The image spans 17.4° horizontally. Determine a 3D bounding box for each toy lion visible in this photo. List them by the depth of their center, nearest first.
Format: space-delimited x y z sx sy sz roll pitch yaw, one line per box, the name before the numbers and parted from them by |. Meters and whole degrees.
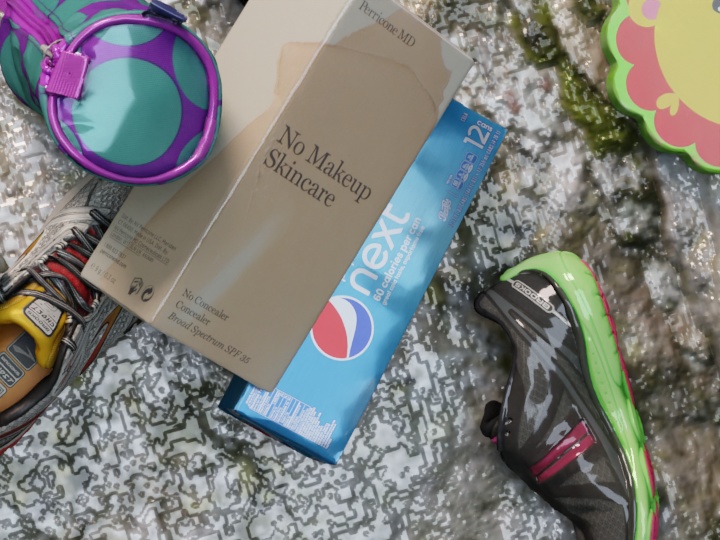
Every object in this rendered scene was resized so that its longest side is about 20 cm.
toy lion | 0.210 -0.161 1.298 0.192 0.069 0.200 -33 92 -1

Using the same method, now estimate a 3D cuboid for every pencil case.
pencil case | -0.129 -0.101 1.169 0.092 0.200 0.085 32 92 -20

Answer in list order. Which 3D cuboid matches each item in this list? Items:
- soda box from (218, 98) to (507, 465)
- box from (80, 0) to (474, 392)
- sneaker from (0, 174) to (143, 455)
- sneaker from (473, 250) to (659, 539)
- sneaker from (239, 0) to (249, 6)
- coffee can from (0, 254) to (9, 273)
soda box | 0.000 0.000 1.248 0.064 0.068 0.200 29 83 -9
box | -0.042 -0.052 1.185 0.095 0.078 0.200 31 90 -39
sneaker | -0.152 0.020 1.218 0.078 0.082 0.200 38 81 -4
sneaker | 0.110 0.092 1.267 0.084 0.077 0.200 -15 86 8
sneaker | -0.036 -0.200 1.251 0.114 0.076 0.200 -30 86 -2
coffee can | -0.297 0.008 1.166 0.200 0.146 0.146 -40 93 -9
